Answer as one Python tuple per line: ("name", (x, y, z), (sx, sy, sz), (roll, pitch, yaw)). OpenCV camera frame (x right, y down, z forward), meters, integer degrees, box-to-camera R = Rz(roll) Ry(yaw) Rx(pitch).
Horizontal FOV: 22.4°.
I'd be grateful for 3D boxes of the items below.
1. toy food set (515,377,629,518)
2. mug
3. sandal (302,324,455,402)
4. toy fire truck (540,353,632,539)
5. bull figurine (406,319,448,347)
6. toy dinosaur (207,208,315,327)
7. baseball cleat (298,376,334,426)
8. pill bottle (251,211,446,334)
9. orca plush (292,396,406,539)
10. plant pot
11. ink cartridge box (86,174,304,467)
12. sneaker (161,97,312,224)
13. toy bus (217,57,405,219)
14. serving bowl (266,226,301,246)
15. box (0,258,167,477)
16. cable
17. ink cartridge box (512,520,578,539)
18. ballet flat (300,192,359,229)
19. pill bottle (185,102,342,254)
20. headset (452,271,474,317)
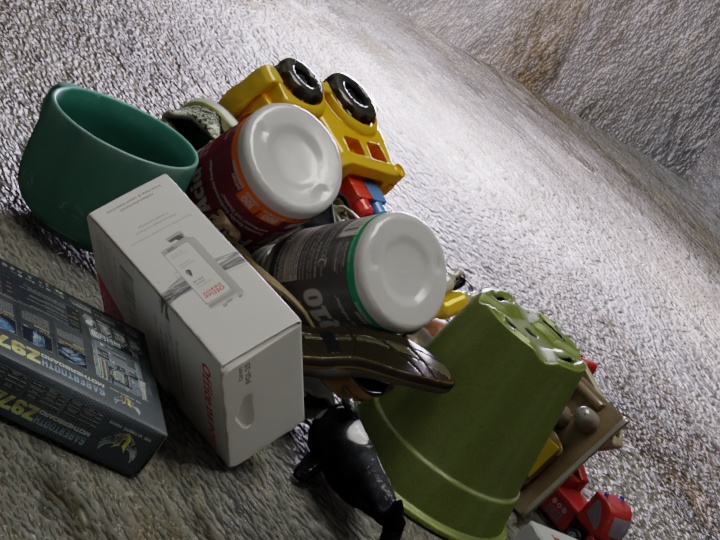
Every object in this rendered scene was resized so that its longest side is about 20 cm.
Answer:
("toy food set", (0.154, 0.135, 1.836), (0.200, 0.143, 0.060), (46, -1, 32))
("mug", (-0.243, -0.091, 1.714), (0.152, 0.115, 0.185), (24, 17, -12))
("sandal", (-0.016, 0.089, 1.616), (0.199, 0.055, 0.082), (5, 27, -18))
("toy fire truck", (0.223, 0.183, 1.866), (0.049, 0.141, 0.200), (18, 24, -47))
("bull figurine", (0.086, 0.094, 1.972), (0.200, 0.065, 0.121), (39, 22, 26))
("toy dinosaur", (-0.118, -0.006, 1.700), (0.200, 0.058, 0.101), (19, -20, 33))
("baseball cleat", (-0.099, 0.073, 1.643), (0.200, 0.070, 0.106), (28, 18, -25))
("pill bottle", (-0.022, 0.011, 1.737), (0.113, 0.113, 0.200), (24, -22, -36))
("orca plush", (-0.019, 0.182, 1.562), (0.200, 0.071, 0.105), (-117, -166, -49))
("plant pot", (0.110, 0.126, 1.709), (0.200, 0.190, 0.200), (32, 17, -11))
("ink cartridge box", (-0.134, 0.042, 1.506), (0.083, 0.147, 0.200), (-30, 57, -23))
("sneaker", (-0.130, -0.107, 1.857), (0.200, 0.077, 0.089), (33, 15, 19))
("toy bus", (-0.049, -0.111, 1.964), (0.200, 0.136, 0.192), (12, 44, -51))
("serving bowl", (-0.109, -0.044, 1.961), (0.200, 0.066, 0.200), (33, 17, -11))
("box", (-0.250, 0.062, 1.398), (0.200, 0.051, 0.158), (29, 17, -26))
("cable", (0.037, 0.048, 1.893), (0.097, 0.050, 0.200), (33, 41, 16))
("ink cartridge box", (0.219, 0.317, 1.585), (0.200, 0.083, 0.147), (27, 19, -32))
("ballet flat", (0.000, 0.000, 1.852), (0.073, 0.073, 0.200), (15, 41, -52))
("pill bottle", (-0.119, -0.074, 1.756), (0.114, 0.200, 0.114), (16, 62, -33))
("headset", (0.140, 0.087, 2.138), (0.123, 0.094, 0.200), (24, 35, -48))
